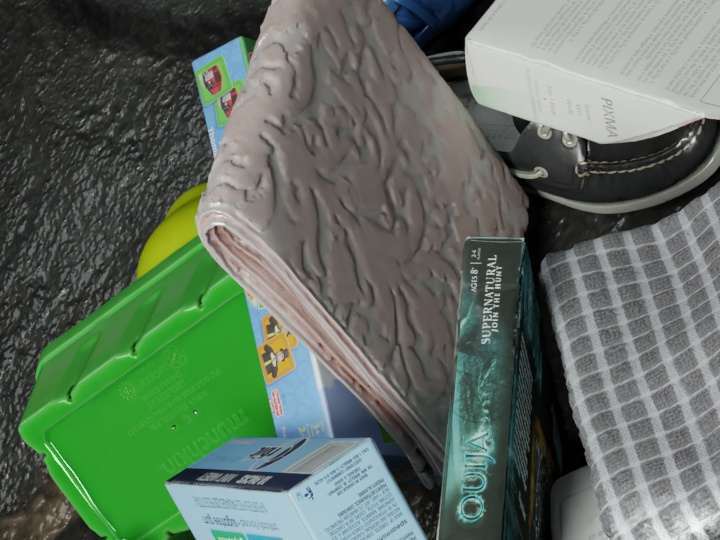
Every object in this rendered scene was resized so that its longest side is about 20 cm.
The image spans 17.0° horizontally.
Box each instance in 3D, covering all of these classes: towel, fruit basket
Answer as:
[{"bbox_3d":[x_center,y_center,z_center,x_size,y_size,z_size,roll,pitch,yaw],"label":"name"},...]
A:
[{"bbox_3d":[0.162,0.032,0.952,0.165,0.086,0.200,-34,32,15],"label":"towel"},{"bbox_3d":[-0.064,0.037,1.246,0.215,0.156,0.216,-36,4,3],"label":"fruit basket"},{"bbox_3d":[0.007,-0.027,1.086,0.032,0.191,0.200,-21,35,29],"label":"towel"}]

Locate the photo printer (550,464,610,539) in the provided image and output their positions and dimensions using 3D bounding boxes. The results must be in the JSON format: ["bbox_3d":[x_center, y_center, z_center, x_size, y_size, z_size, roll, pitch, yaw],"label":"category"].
[{"bbox_3d":[0.178,0.129,0.991,0.200,0.069,0.167,-27,49,28],"label":"photo printer"}]

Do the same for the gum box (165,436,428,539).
[{"bbox_3d":[0.007,0.164,1.002,0.044,0.200,0.170,-31,7,-20],"label":"gum box"}]

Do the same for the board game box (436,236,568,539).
[{"bbox_3d":[0.064,0.091,1.033,0.028,0.200,0.136,1,62,11],"label":"board game box"}]

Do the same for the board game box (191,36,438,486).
[{"bbox_3d":[0.000,0.000,1.132,0.037,0.151,0.201,-24,70,32],"label":"board game box"}]

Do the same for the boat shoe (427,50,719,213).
[{"bbox_3d":[0.092,-0.077,1.197,0.200,0.060,0.074,10,74,45],"label":"boat shoe"}]

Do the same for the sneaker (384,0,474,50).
[{"bbox_3d":[0.005,-0.118,1.290,0.200,0.066,0.079,-38,34,27],"label":"sneaker"}]

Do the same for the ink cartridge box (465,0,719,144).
[{"bbox_3d":[0.172,-0.120,1.134,0.200,0.050,0.161,22,58,29],"label":"ink cartridge box"}]
